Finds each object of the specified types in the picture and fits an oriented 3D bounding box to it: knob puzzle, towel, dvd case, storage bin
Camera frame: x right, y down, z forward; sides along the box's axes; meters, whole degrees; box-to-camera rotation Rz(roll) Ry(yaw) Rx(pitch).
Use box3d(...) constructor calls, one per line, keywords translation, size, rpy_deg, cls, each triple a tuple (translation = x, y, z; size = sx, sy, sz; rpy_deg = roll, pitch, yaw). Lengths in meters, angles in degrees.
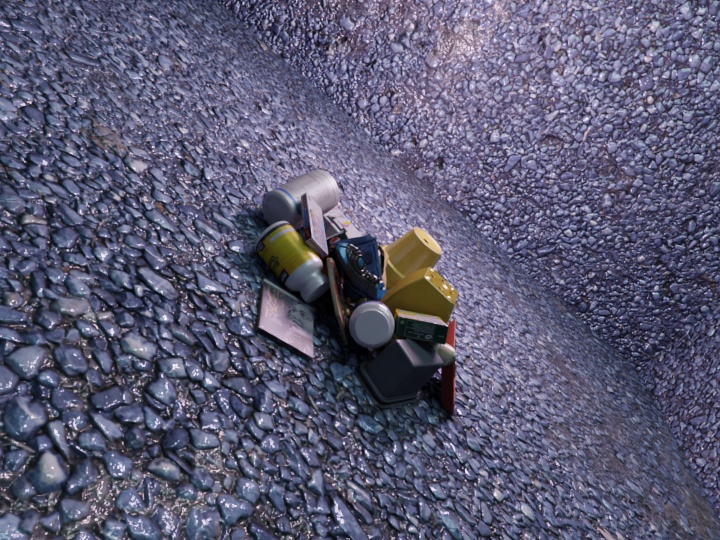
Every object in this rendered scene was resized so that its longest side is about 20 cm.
box3d(translation=(-0.050, 0.056, 1.519), size=(0.220, 0.030, 0.221), rpy_deg=(-11, 90, -86), cls="knob puzzle")
box3d(translation=(0.000, 0.000, 1.606), size=(0.049, 0.111, 0.200), rpy_deg=(-113, -169, -51), cls="towel")
box3d(translation=(-0.171, 0.109, 1.391), size=(0.149, 0.016, 0.200), rpy_deg=(33, 23, -22), cls="dvd case")
box3d(translation=(0.101, 0.233, 1.474), size=(0.200, 0.134, 0.146), rpy_deg=(10, 39, -55), cls="storage bin")

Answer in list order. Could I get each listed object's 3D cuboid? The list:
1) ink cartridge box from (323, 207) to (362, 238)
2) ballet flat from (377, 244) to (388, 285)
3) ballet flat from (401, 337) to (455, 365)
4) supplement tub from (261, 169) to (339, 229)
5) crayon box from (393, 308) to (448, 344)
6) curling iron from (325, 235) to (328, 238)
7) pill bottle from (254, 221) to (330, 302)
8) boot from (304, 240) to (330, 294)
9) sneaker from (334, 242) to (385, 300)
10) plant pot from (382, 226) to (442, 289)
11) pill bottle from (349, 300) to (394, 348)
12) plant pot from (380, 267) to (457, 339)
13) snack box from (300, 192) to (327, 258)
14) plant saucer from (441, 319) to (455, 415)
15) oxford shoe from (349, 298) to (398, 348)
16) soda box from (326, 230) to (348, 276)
box3d(translation=(-0.076, -0.110, 1.870), size=(0.200, 0.083, 0.146), rpy_deg=(49, 22, 15), cls="ink cartridge box")
box3d(translation=(0.045, 0.002, 1.836), size=(0.200, 0.068, 0.063), rpy_deg=(-83, 159, -43), cls="ballet flat")
box3d(translation=(0.170, 0.201, 1.572), size=(0.062, 0.068, 0.200), rpy_deg=(40, -14, -25), cls="ballet flat")
box3d(translation=(-0.170, -0.197, 1.714), size=(0.132, 0.132, 0.200), rpy_deg=(47, 47, 10), cls="supplement tub")
box3d(translation=(0.150, 0.142, 1.545), size=(0.125, 0.052, 0.200), rpy_deg=(11, 3, 1), cls="crayon box")
box3d(translation=(-0.072, -0.056, 1.682), size=(0.200, 0.025, 0.050), rpy_deg=(56, 17, -30), cls="curling iron")
box3d(translation=(-0.166, -0.019, 1.505), size=(0.200, 0.112, 0.112), rpy_deg=(49, 22, 15), cls="pill bottle")
box3d(translation=(-0.105, -0.007, 1.666), size=(0.155, 0.074, 0.200), rpy_deg=(55, 21, 9), cls="boot")
box3d(translation=(-0.018, 0.010, 1.526), size=(0.200, 0.082, 0.073), rpy_deg=(54, 49, -34), cls="sneaker")
box3d(translation=(0.165, -0.036, 2.007), size=(0.201, 0.189, 0.201), rpy_deg=(35, 22, -17), cls="plant pot")
box3d(translation=(0.028, 0.133, 1.483), size=(0.112, 0.112, 0.200), rpy_deg=(44, 1, 2), cls="pill bottle")
box3d(translation=(0.172, 0.107, 1.739), size=(0.195, 0.200, 0.194), rpy_deg=(44, 21, 0), cls="plant pot")
box3d(translation=(-0.122, -0.121, 1.570), size=(0.072, 0.024, 0.200), rpy_deg=(48, 20, -38), cls="snack box")
box3d(translation=(0.244, 0.263, 1.657), size=(0.037, 0.200, 0.200), rpy_deg=(1, 20, 11), cls="plant saucer")
box3d(translation=(0.059, 0.155, 1.622), size=(0.200, 0.074, 0.071), rpy_deg=(43, 19, -4), cls="oxford shoe")
box3d(translation=(-0.033, -0.010, 1.660), size=(0.063, 0.071, 0.200), rpy_deg=(-112, 177, -50), cls="soda box")
